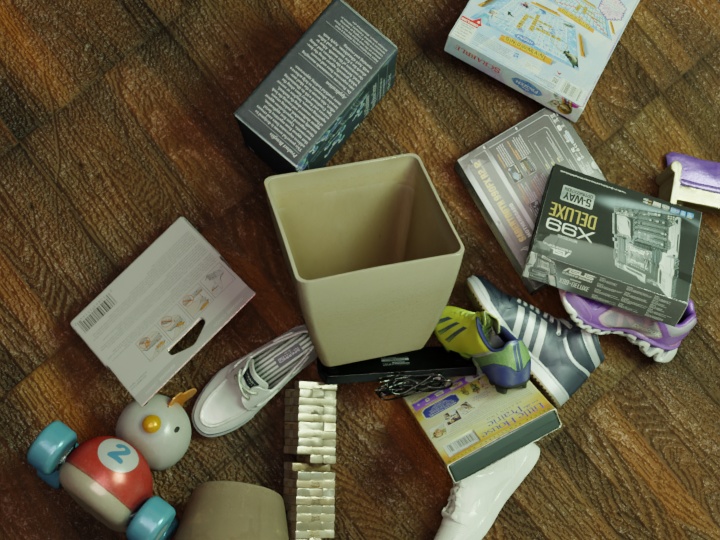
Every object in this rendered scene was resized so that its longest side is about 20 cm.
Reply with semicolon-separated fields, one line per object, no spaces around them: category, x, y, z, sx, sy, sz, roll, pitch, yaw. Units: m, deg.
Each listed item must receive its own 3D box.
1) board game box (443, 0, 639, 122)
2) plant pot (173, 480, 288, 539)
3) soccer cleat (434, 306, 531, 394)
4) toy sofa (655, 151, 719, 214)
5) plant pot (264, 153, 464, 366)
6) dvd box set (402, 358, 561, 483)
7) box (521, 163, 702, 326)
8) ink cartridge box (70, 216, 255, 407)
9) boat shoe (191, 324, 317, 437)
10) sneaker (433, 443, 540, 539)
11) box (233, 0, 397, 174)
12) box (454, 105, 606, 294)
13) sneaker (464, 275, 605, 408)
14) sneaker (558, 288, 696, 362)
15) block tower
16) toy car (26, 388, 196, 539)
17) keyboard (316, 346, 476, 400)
board game box;0.240;-0.324;1.687;0.199;0.041;0.201;30;67;3
plant pot;-0.158;0.353;1.552;0.198;0.201;0.176;6;66;0
soccer cleat;0.149;0.077;1.587;0.064;0.200;0.085;-15;117;-21
toy sofa;0.487;-0.099;1.661;0.198;0.083;0.099;11;83;1
plant pot;0.000;0.000;1.568;0.198;0.178;0.201;-10;42;-12
dvd box set;0.143;0.171;1.569;0.145;0.200;0.030;-28;113;-5
box;0.310;-0.033;1.578;0.198;0.050;0.159;19;50;4
ink cartridge box;-0.243;0.056;1.617;0.200;0.045;0.176;-44;57;-5
boat shoe;-0.136;0.134;1.631;0.200;0.067;0.074;-42;84;-6
sneaker;0.124;0.263;1.599;0.115;0.074;0.201;43;74;-17
box;-0.054;-0.221;1.641;0.107;0.148;0.200;40;84;5
box;0.239;-0.094;1.675;0.157;0.048;0.201;-31;83;-4
sneaker;0.227;0.065;1.642;0.108;0.070;0.201;-38;89;-3
sneaker;0.338;0.041;1.602;0.199;0.088;0.081;22;47;-22
block tower;-0.065;0.242;1.616;0.053;0.058;0.203;5;83;-23
toy car;-0.271;0.215;1.577;0.184;0.177;0.201;34;71;7
keyboard;0.045;0.134;1.621;0.197;0.104;0.040;-4;110;-4
